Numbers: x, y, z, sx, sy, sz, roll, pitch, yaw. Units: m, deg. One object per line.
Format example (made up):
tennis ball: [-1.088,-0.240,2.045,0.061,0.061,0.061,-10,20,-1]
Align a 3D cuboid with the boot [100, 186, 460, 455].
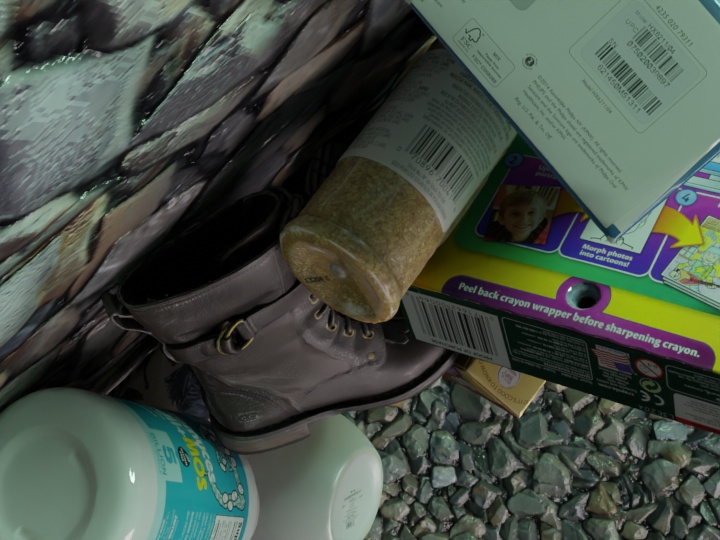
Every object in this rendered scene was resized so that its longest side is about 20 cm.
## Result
boot: [-0.025,0.016,0.693,0.199,0.069,0.175,-29,145,-9]

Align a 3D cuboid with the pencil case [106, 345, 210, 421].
pencil case: [-0.149,0.108,0.877,0.200,0.078,0.090,-43,-163,9]

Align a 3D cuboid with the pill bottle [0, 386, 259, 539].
pill bottle: [-0.130,0.134,0.746,0.111,0.111,0.200,-42,158,7]

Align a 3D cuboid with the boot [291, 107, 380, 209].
boot: [0.010,-0.057,0.794,0.131,0.068,0.200,-45,179,-33]

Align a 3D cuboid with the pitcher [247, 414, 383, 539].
pitcher: [-0.074,0.147,1.012,0.171,0.198,0.123,-20,118,-57]

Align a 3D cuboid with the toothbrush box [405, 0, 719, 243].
toothbrush box: [0.102,-0.109,0.530,0.085,0.147,0.200,-42,175,22]

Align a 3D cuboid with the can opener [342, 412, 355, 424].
can opener: [-0.074,0.105,1.133,0.066,0.054,0.200,-30,-153,-14]

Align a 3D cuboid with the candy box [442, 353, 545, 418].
candy box: [0.116,-0.013,0.814,0.201,0.056,0.116,-54,-157,-7]

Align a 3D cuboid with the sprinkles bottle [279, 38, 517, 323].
sprinkles bottle: [0.040,-0.069,0.639,0.201,0.068,0.068,-53,-179,-24]

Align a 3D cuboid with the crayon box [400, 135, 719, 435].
crayon box: [0.143,-0.021,0.648,0.173,0.198,0.059,-57,147,-27]
